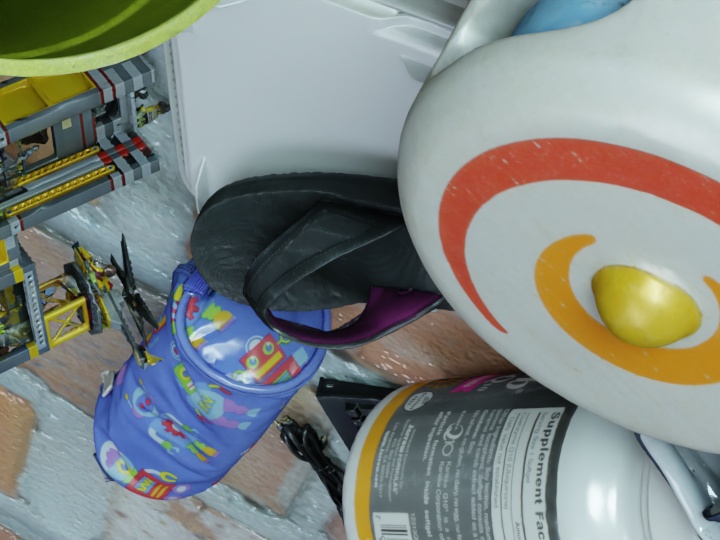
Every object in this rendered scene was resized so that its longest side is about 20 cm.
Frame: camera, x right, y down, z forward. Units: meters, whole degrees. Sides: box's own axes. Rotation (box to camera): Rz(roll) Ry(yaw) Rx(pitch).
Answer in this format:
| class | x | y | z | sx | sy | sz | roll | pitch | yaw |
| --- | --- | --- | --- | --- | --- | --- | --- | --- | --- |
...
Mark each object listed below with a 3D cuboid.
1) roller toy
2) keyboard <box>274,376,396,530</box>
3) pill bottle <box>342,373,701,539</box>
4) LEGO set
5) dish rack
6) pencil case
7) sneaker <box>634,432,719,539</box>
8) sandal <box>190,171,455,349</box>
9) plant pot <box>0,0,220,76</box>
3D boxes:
| class | x | y | z | sx | sy | sz | roll | pitch | yaw |
| --- | --- | --- | --- | --- | --- | --- | --- | --- | --- |
| roller toy | 0.110 | -0.033 | 0.598 | 0.181 | 0.140 | 0.201 | 21 | 150 | 15 |
| keyboard | 0.022 | 0.127 | 1.033 | 0.126 | 0.021 | 0.201 | 6 | 142 | 34 |
| pill bottle | 0.095 | 0.103 | 0.839 | 0.199 | 0.117 | 0.117 | -7 | 134 | 45 |
| LEGO set | -0.151 | -0.055 | 0.856 | 0.154 | 0.115 | 0.202 | 43 | 148 | 42 |
| dish rack | -0.010 | -0.058 | 0.762 | 0.170 | 0.044 | 0.201 | 23 | 148 | 13 |
| pencil case | -0.081 | 0.054 | 0.956 | 0.086 | 0.078 | 0.200 | 34 | 149 | -4 |
| sneaker | 0.197 | 0.070 | 0.708 | 0.198 | 0.109 | 0.070 | 27 | 151 | 5 |
| sandal | 0.000 | -0.001 | 0.748 | 0.199 | 0.048 | 0.076 | -2 | 137 | 41 |
| plant pot | -0.148 | -0.155 | 0.611 | 0.200 | 0.201 | 0.192 | 44 | 158 | -24 |
